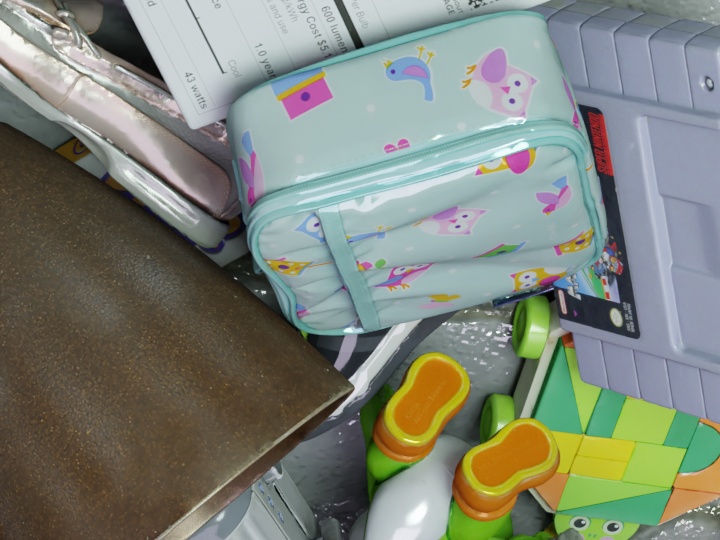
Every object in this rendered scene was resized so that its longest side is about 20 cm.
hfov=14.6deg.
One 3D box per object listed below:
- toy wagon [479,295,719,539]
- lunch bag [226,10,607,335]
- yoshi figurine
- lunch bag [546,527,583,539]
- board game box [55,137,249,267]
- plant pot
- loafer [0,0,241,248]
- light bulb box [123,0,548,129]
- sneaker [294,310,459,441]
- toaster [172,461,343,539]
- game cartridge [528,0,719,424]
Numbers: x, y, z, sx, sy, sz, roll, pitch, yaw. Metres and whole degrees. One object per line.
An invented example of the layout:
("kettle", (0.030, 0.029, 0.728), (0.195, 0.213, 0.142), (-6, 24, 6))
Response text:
("toy wagon", (0.142, 0.084, 1.474), (0.154, 0.040, 0.201), (8, 128, -11))
("lunch bag", (0.023, -0.034, 1.237), (0.159, 0.078, 0.200), (-17, 160, 2))
("yoshi figurine", (0.046, 0.116, 1.449), (0.111, 0.113, 0.200), (2, 148, -11))
("lunch bag", (0.084, 0.251, 1.456), (0.163, 0.118, 0.200), (-25, 138, 9))
("board game box", (-0.118, -0.024, 1.376), (0.199, 0.030, 0.096), (-31, 125, 16))
("plant pot", (-0.136, 0.037, 1.295), (0.187, 0.187, 0.200), (-42, 85, 26))
("loafer", (-0.124, -0.094, 1.288), (0.200, 0.072, 0.063), (41, 95, -18))
("light bulb box", (-0.020, -0.196, 1.178), (0.199, 0.125, 0.199), (-19, 128, 10))
("sneaker", (0.000, 0.000, 1.386), (0.083, 0.072, 0.200), (40, 111, -17))
("toaster", (-0.109, 0.161, 1.471), (0.199, 0.114, 0.129), (-27, 129, 15))
("game cartridge", (0.137, -0.025, 1.316), (0.129, 0.038, 0.201), (12, 125, 41))
